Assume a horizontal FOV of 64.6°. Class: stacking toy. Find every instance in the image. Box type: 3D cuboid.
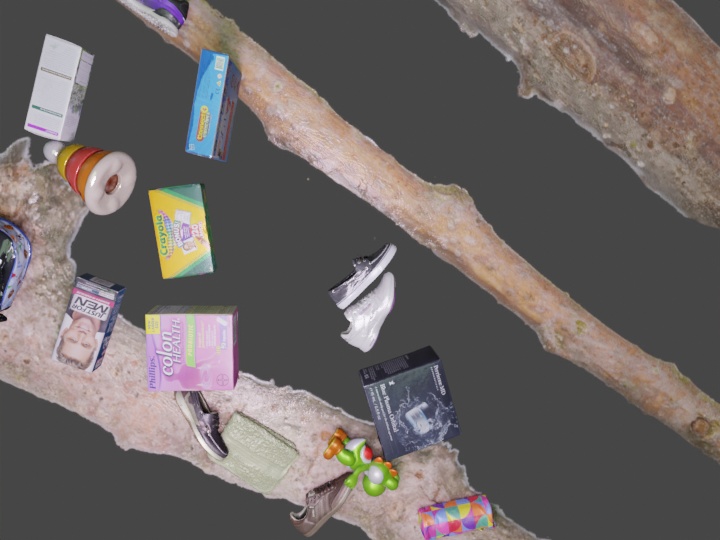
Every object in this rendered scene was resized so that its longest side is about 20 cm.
[{"bbox_3d":[-0.610,-0.225,1.248,0.197,0.146,0.148,27,95,11],"label":"stacking toy"}]

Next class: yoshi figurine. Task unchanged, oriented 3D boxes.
[{"bbox_3d":[-0.002,0.486,1.394,0.198,0.112,0.113,34,65,1],"label":"yoshi figurine"}]

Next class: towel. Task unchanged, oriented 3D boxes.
[{"bbox_3d":[-0.264,0.452,1.406,0.198,0.036,0.150,36,93,-9],"label":"towel"}]

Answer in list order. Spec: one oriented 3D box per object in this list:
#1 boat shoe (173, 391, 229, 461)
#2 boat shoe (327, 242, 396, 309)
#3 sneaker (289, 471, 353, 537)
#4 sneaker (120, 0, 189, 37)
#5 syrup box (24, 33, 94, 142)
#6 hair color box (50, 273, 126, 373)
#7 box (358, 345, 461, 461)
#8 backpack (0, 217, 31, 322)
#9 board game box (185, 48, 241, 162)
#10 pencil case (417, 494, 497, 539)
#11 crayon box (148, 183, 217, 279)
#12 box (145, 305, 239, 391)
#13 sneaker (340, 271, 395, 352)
[{"bbox_3d":[-0.368,0.356,1.354,0.064,0.072,0.201,-35,82,-4],"label":"boat shoe"},{"bbox_3d":[0.000,0.000,1.354,0.066,0.070,0.200,43,100,-11],"label":"boat shoe"},{"bbox_3d":[-0.096,0.574,1.422,0.075,0.070,0.201,39,92,-8],"label":"sneaker"},{"bbox_3d":[-0.457,-0.603,1.223,0.198,0.070,0.101,34,87,-13],"label":"sneaker"},{"bbox_3d":[-0.647,-0.386,1.226,0.080,0.079,0.204,17,97,-8],"label":"syrup box"},{"bbox_3d":[-0.625,0.121,1.311,0.098,0.061,0.204,20,97,-7],"label":"hair color box"},{"bbox_3d":[0.118,0.319,1.383,0.196,0.117,0.201,-18,100,-4],"label":"box"},{"bbox_3d":[-0.810,-0.021,1.228,0.198,0.154,0.193,28,103,-15],"label":"backpack"},{"bbox_3d":[-0.307,-0.340,1.206,0.055,0.196,0.205,11,97,-6],"label":"board game box"},{"bbox_3d":[0.247,0.637,1.459,0.195,0.088,0.090,-8,99,-2],"label":"pencil case"},{"bbox_3d":[-0.404,-0.091,1.302,0.116,0.058,0.205,-8,99,-4],"label":"crayon box"},{"bbox_3d":[-0.387,0.178,1.324,0.195,0.097,0.180,1,98,-5],"label":"box"},{"bbox_3d":[0.020,0.092,1.360,0.098,0.075,0.203,23,95,-9],"label":"sneaker"}]
